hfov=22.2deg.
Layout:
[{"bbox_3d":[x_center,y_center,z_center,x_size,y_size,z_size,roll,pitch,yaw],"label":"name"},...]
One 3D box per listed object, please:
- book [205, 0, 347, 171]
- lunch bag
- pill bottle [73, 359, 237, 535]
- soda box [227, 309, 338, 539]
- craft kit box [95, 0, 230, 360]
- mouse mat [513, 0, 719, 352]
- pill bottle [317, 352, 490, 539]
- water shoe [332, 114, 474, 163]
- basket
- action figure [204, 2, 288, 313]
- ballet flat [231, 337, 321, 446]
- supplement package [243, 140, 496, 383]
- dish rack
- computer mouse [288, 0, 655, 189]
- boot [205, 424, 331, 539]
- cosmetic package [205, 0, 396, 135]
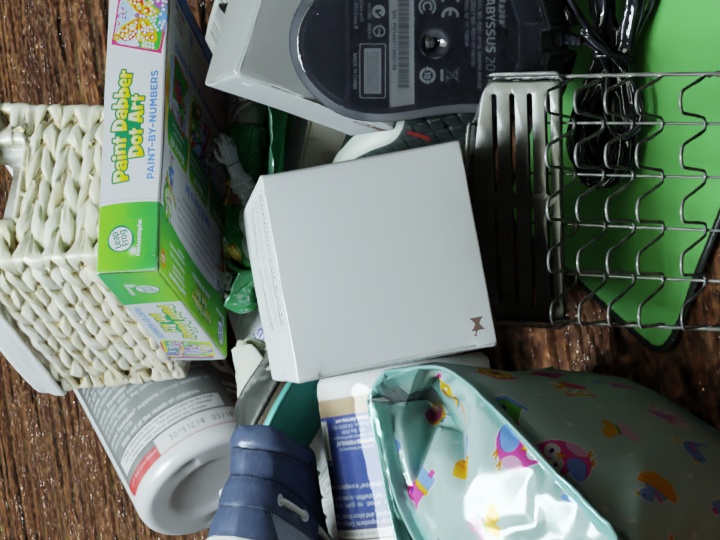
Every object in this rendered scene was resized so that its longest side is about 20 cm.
[{"bbox_3d":[-0.051,-0.156,1.242,0.201,0.048,0.134,62,141,43],"label":"book"},{"bbox_3d":[0.112,0.119,0.968,0.200,0.169,0.123,44,121,42],"label":"lunch bag"},{"bbox_3d":[-0.154,0.089,1.387,0.201,0.113,0.114,56,136,34],"label":"pill bottle"},{"bbox_3d":[-0.028,0.086,1.250,0.063,0.068,0.202,-39,64,50],"label":"soda box"},{"bbox_3d":[-0.123,-0.062,1.194,0.200,0.048,0.200,67,-161,-70],"label":"craft kit box"},{"bbox_3d":[0.152,-0.075,1.022,0.161,0.007,0.201,46,131,41],"label":"mouse mat"},{"bbox_3d":[0.041,0.157,1.126,0.111,0.110,0.202,-14,84,54],"label":"pill bottle"},{"bbox_3d":[0.040,-0.103,1.141,0.200,0.071,0.080,-47,27,52],"label":"water shoe"},{"bbox_3d":[-0.193,-0.014,1.278,0.200,0.122,0.137,69,-159,-58],"label":"basket"},{"bbox_3d":[-0.072,-0.073,1.179,0.118,0.054,0.202,178,94,-79],"label":"action figure"},{"bbox_3d":[-0.037,0.047,1.181,0.068,0.068,0.201,33,92,34],"label":"ballet flat"},{"bbox_3d":[0.000,0.000,1.035,0.200,0.113,0.111,154,106,-83],"label":"supplement package"},{"bbox_3d":[0.140,-0.034,0.949,0.198,0.054,0.155,2,99,28],"label":"dish rack"},{"bbox_3d":[0.060,-0.122,1.021,0.053,0.198,0.140,-73,-12,-76],"label":"computer mouse"},{"bbox_3d":[-0.038,0.161,1.146,0.072,0.200,0.091,5,73,15],"label":"boot"},{"bbox_3d":[-0.010,-0.189,1.085,0.202,0.106,0.090,-71,18,-2],"label":"cosmetic package"}]
